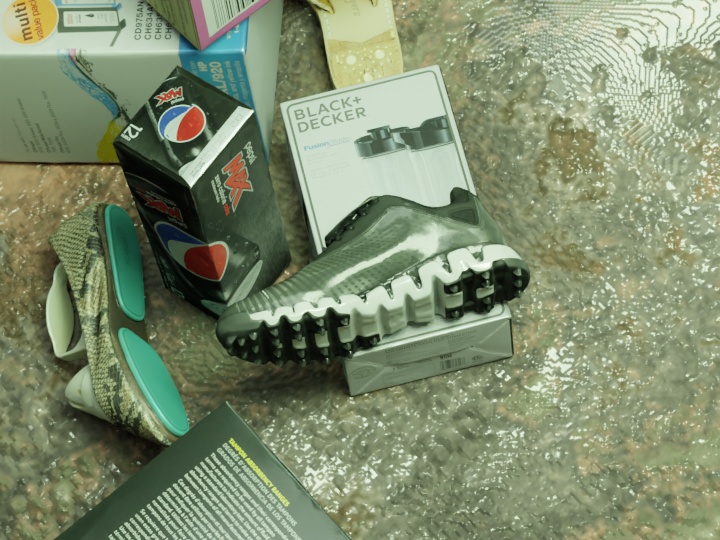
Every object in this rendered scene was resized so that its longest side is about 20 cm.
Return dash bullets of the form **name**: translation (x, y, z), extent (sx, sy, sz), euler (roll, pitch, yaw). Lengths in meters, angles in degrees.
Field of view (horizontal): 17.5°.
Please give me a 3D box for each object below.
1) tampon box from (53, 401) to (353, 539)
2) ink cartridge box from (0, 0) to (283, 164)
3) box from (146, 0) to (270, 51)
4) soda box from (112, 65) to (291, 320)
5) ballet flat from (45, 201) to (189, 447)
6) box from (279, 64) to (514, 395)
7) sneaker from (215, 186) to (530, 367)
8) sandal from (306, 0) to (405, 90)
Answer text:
- **tampon box**: translation (-0.109, 0.207, 1.398), extent (0.200, 0.150, 0.126), euler (-38, 66, -13)
- **ink cartridge box**: translation (-0.163, -0.170, 1.599), extent (0.199, 0.145, 0.148), euler (0, 63, 6)
- **box**: translation (-0.104, -0.274, 1.513), extent (0.176, 0.097, 0.200), euler (-38, 64, -17)
- **soda box**: translation (-0.098, -0.042, 1.496), extent (0.063, 0.200, 0.071), euler (30, 70, 20)
- **ballet flat**: translation (-0.168, 0.047, 1.543), extent (0.075, 0.068, 0.200), euler (-29, 56, 15)
- **box**: translation (0.022, -0.029, 1.555), extent (0.116, 0.060, 0.200), euler (-13, 62, -1)
- **sneaker**: translation (0.000, 0.000, 1.475), extent (0.199, 0.067, 0.091), euler (-16, 60, -7)
- **sandal**: translation (-0.015, -0.213, 1.648), extent (0.077, 0.070, 0.212), euler (-17, 62, -3)
